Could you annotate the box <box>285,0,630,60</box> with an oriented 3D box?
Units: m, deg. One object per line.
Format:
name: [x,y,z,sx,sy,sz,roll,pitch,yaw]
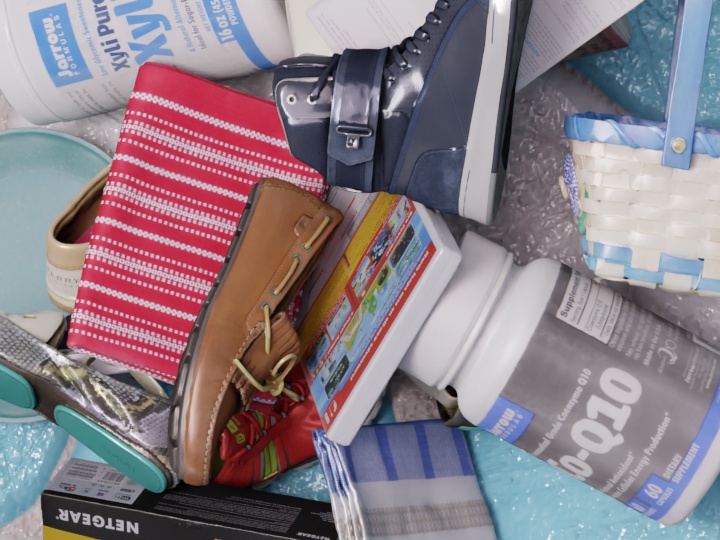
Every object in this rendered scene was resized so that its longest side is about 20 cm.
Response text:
box: [0.060,-0.186,1.719,0.199,0.128,0.110,-12,80,15]

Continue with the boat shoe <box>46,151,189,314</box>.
boat shoe: [-0.131,-0.055,1.743,0.074,0.069,0.200,24,56,26]

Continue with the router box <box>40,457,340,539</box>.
router box: [-0.101,0.213,1.704,0.199,0.052,0.158,8,117,17]

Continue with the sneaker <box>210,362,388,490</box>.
sneaker: [-0.067,0.103,1.733,0.200,0.085,0.077,-37,75,8]

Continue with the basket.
basket: [0.194,-0.088,1.642,0.138,0.176,0.201,12,92,6]

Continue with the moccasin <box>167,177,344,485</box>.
moccasin: [-0.064,0.042,1.648,0.077,0.074,0.202,22,61,-1]

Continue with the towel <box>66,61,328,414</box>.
towel: [-0.097,-0.023,1.700,0.144,0.022,0.201,19,69,-17]

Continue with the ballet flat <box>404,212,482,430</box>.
ballet flat: [0.038,0.013,1.719,0.068,0.068,0.201,-19,72,-29]

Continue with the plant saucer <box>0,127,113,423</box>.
plant saucer: [-0.225,0.005,1.818,0.199,0.036,0.201,-2,82,14]

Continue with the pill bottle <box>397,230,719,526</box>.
pill bottle: [0.130,0.063,1.639,0.199,0.114,0.114,28,90,-2]

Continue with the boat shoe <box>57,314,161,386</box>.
boat shoe: [-0.155,0.044,1.745,0.199,0.069,0.057,-8,77,6]

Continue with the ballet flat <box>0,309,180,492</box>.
ballet flat: [-0.189,0.066,1.686,0.200,0.072,0.072,29,90,4]

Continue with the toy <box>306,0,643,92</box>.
toy: [0.081,-0.169,1.615,0.200,0.047,0.115,-35,92,23]

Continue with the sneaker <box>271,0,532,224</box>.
sneaker: [0.024,-0.136,1.574,0.145,0.077,0.203,13,110,10]

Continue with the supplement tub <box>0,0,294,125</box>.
supplement tub: [-0.138,-0.179,1.769,0.199,0.132,0.133,-14,78,17]

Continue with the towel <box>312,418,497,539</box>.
towel: [0.046,0.187,1.661,0.024,0.147,0.201,-28,72,38]

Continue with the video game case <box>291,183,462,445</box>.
video game case: [0.000,0.000,1.676,0.017,0.200,0.143,23,111,-23]
